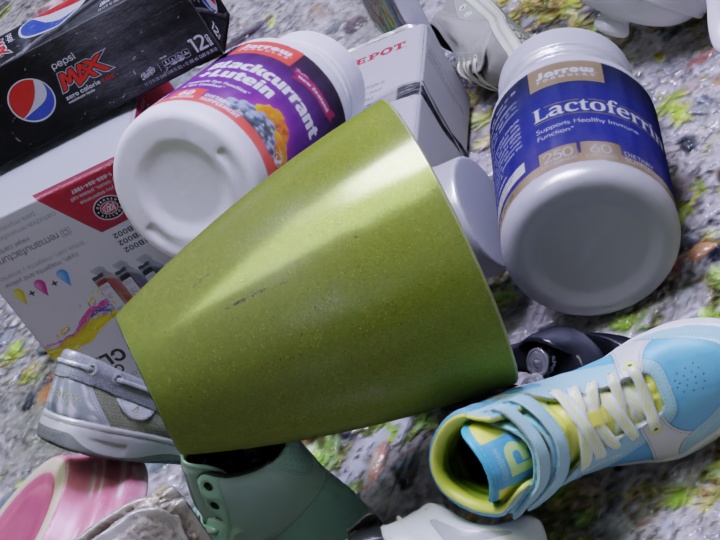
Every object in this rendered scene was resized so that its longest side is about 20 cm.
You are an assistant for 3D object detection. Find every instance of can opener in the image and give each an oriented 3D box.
[{"bbox_3d":[0.089,0.069,1.607,0.200,0.079,0.064,-4,81,44],"label":"can opener"}]

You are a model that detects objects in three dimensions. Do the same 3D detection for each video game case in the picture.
[{"bbox_3d":[0.016,-0.221,1.975,0.018,0.143,0.200,-30,31,-3],"label":"video game case"}]

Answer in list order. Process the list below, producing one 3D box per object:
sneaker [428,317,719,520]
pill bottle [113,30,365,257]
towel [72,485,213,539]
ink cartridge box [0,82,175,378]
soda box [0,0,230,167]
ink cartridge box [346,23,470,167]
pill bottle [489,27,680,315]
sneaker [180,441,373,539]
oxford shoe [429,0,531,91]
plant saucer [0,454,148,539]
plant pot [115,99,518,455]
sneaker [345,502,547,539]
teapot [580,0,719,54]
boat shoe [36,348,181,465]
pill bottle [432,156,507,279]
[{"bbox_3d":[0.130,0.090,1.456,0.200,0.080,0.131,-25,-3,25],"label":"sneaker"},{"bbox_3d":[-0.073,-0.092,1.718,0.111,0.112,0.200,-13,17,30],"label":"pill bottle"},{"bbox_3d":[-0.159,0.230,1.530,0.200,0.133,0.034,-35,19,-1],"label":"towel"},{"bbox_3d":[-0.165,-0.019,1.812,0.145,0.200,0.145,-25,32,18],"label":"ink cartridge box"},{"bbox_3d":[-0.191,-0.146,1.746,0.200,0.071,0.063,-26,26,15],"label":"soda box"},{"bbox_3d":[-0.003,-0.073,1.846,0.144,0.084,0.200,-20,35,21],"label":"ink cartridge box"},{"bbox_3d":[0.144,-0.071,1.678,0.116,0.116,0.200,-25,32,15],"label":"pill bottle"},{"bbox_3d":[-0.100,0.149,1.600,0.200,0.118,0.074,-19,36,26],"label":"sneaker"},{"bbox_3d":[0.103,-0.157,1.883,0.058,0.075,0.200,-46,30,5],"label":"oxford shoe"},{"bbox_3d":[-0.212,0.195,1.633,0.201,0.051,0.201,-49,19,23],"label":"plant saucer"},{"bbox_3d":[-0.037,0.024,1.510,0.200,0.187,0.187,-25,31,-4],"label":"plant pot"},{"bbox_3d":[0.021,0.180,1.496,0.200,0.074,0.089,-3,40,25],"label":"sneaker"},{"bbox_3d":[0.200,-0.240,1.831,0.200,0.197,0.146,-57,-13,-80],"label":"teapot"},{"bbox_3d":[-0.119,0.089,1.646,0.074,0.202,0.065,17,97,48],"label":"boat shoe"},{"bbox_3d":[0.000,0.000,1.704,0.200,0.111,0.111,-25,32,23],"label":"pill bottle"}]
